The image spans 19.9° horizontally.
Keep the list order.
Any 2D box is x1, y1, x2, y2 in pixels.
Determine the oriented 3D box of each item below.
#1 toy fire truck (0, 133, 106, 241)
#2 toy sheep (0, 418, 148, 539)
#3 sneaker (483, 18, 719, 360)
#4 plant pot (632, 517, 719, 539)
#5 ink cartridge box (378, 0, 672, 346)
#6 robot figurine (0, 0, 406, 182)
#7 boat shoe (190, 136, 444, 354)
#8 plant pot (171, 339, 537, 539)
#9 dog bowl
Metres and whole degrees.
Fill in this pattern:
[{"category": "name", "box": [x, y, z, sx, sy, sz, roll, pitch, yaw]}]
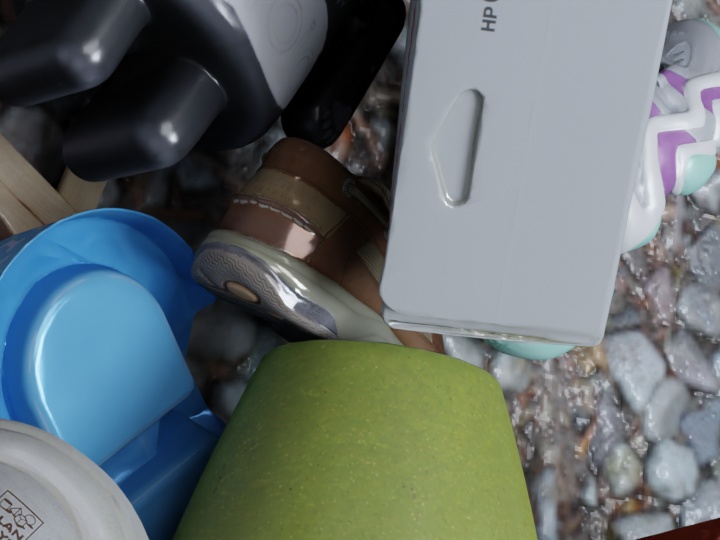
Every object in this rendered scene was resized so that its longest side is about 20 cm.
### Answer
[{"category": "toy fire truck", "box": [-0.153, -0.038, 0.806, 0.140, 0.049, 0.202, 14, 75, -30]}, {"category": "toy sheep", "box": [-0.129, 0.112, 0.664, 0.136, 0.200, 0.139, 3, 77, -11]}, {"category": "sneaker", "box": [0.093, -0.075, 0.923, 0.140, 0.077, 0.201, 52, 58, -33]}, {"category": "plant pot", "box": [0.141, 0.220, 0.858, 0.176, 0.200, 0.200, 46, 62, -7]}, {"category": "ink cartridge box", "box": [0.058, -0.087, 0.751, 0.084, 0.146, 0.201, 7, 33, 1]}, {"category": "robot figurine", "box": [-0.058, -0.127, 0.780, 0.124, 0.151, 0.201, 21, 62, 20]}, {"category": "boat shoe", "box": [0.000, 0.000, 0.820, 0.075, 0.200, 0.072, 21, 84, 18]}, {"category": "plant pot", "box": [-0.004, 0.134, 0.745, 0.186, 0.187, 0.202, 16, 71, -27]}, {"category": "dog bowl", "box": [-0.094, 0.070, 0.792, 0.111, 0.049, 0.201, -38, 118, -33]}]
